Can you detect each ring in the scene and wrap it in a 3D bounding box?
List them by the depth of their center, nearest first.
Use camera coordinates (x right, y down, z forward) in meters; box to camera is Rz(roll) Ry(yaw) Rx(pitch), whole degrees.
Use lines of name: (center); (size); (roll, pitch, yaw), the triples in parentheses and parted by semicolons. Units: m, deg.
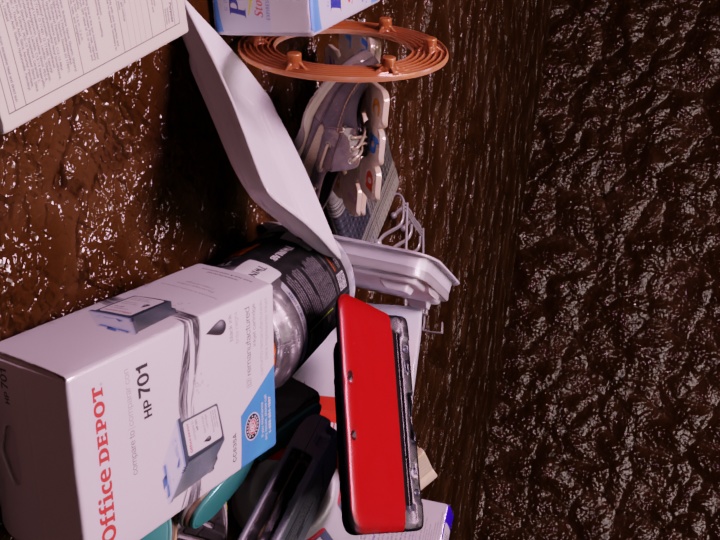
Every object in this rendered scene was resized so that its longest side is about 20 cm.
ring: (-0.016, -0.216, 0.823); (0.201, 0.200, 0.019); (-56, 153, -56)

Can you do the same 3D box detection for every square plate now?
square plate: (-0.091, -0.115, 0.778); (0.200, 0.028, 0.198); (65, 9, 20)

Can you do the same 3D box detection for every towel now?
towel: (-0.001, -0.116, 1.202); (0.193, 0.034, 0.200); (72, 32, -47)

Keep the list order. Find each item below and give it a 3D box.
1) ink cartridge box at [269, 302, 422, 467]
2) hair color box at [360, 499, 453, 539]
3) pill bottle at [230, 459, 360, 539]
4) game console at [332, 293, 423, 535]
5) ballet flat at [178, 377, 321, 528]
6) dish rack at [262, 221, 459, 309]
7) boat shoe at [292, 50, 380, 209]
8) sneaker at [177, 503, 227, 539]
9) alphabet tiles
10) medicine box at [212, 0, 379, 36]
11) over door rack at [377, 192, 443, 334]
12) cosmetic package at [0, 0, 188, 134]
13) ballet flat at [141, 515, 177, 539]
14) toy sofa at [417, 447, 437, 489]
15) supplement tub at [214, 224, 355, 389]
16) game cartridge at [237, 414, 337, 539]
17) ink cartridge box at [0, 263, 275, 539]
ink cartridge box: (-0.021, 0.118, 0.953); (0.200, 0.160, 0.047); (-78, 170, -46)
hair color box: (0.009, 0.339, 1.109); (0.065, 0.199, 0.110); (70, 32, -58)
pill bottle: (-0.064, 0.281, 0.995); (0.200, 0.119, 0.120); (71, 31, -54)
game console: (-0.013, 0.141, 0.806); (0.118, 0.172, 0.201); (8, 70, -33)
ballet flat: (-0.110, 0.153, 0.772); (0.200, 0.064, 0.068); (-35, 154, -52)
dish rack: (0.000, 0.000, 0.959); (0.172, 0.199, 0.044); (38, 65, -70)
boat shoe: (-0.024, -0.137, 0.899); (0.075, 0.073, 0.200); (-48, 175, -48)
sneaker: (-0.159, 0.282, 0.791); (0.090, 0.078, 0.201); (13, 89, -81)
alphabet tiles: (-0.008, -0.168, 0.962); (0.196, 0.015, 0.201); (-126, -144, -56)
medicine box: (-0.058, -0.328, 0.811); (0.200, 0.103, 0.183); (-54, 147, -58)
over door rack: (0.072, -0.004, 1.370); (0.148, 0.066, 0.201); (43, 35, -68)
cosmetic package: (-0.187, -0.165, 0.517); (0.200, 0.073, 0.104); (-57, 148, -55)
ballet flat: (-0.189, 0.255, 0.715); (0.063, 0.068, 0.201); (-153, -109, -79)
toy sofa: (-0.006, 0.186, 0.998); (0.083, 0.200, 0.098); (-37, 143, -11)
supplement tub: (-0.090, 0.038, 0.816); (0.200, 0.122, 0.123); (-45, 139, -64)
game cartridge: (-0.077, 0.242, 0.794); (0.133, 0.041, 0.200); (100, 16, -59)
ink cartridge box: (-0.154, 0.096, 0.630); (0.200, 0.086, 0.147); (-29, 125, -54)
